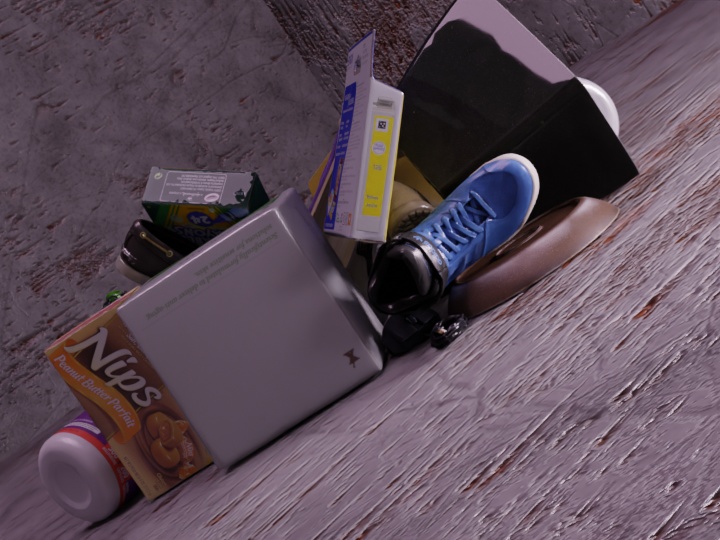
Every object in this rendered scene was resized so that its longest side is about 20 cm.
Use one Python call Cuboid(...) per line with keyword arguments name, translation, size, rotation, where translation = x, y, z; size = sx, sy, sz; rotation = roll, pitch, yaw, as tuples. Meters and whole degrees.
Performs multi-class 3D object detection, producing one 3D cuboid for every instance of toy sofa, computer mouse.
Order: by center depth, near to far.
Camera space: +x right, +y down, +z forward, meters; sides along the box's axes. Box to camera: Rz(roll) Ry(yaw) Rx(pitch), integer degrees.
Cuboid(name="computer mouse", translation=(0.059, 0.054, 1.523), size=(0.059, 0.034, 0.200), rotation=(-35, 6, -14))
Cuboid(name="toy sofa", translation=(-0.028, -0.072, 1.741), size=(0.083, 0.097, 0.200), rotation=(18, 85, 61))

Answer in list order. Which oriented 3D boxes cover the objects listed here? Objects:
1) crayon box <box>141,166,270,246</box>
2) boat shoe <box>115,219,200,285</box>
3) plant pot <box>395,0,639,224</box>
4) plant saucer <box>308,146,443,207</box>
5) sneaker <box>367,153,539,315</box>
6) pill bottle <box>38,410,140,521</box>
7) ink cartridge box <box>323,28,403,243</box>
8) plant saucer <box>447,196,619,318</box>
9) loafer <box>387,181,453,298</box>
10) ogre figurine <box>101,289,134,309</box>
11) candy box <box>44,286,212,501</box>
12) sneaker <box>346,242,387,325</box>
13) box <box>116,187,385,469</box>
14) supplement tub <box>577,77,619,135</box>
Cuboid(name="crayon box", translation=(-0.153, -0.040, 1.769), size=(0.126, 0.200, 0.052), rotation=(4, 62, 17))
Cuboid(name="boat shoe", translation=(-0.166, 0.005, 1.719), size=(0.072, 0.201, 0.061), rotation=(-90, 23, -65))
Cuboid(name="plant pot", translation=(0.143, -0.144, 1.643), size=(0.177, 0.200, 0.200), rotation=(-43, -36, 4))
Cuboid(name="plant saucer", translation=(0.045, -0.086, 1.912), size=(0.200, 0.200, 0.049), rotation=(134, 149, -70))
Cuboid(name="sneaker", translation=(0.085, -0.028, 1.506), size=(0.200, 0.077, 0.111), rotation=(-40, -2, 26))
Cuboid(name="pill bottle", translation=(-0.273, 0.197, 1.826), size=(0.112, 0.113, 0.200), rotation=(-29, 8, 44))
Cuboid(name="ink cartridge box", translation=(0.005, -0.130, 1.572), size=(0.047, 0.200, 0.198), rotation=(10, 2, -8))
Cuboid(name="plant saucer", translation=(0.163, -0.017, 1.550), size=(0.200, 0.032, 0.200), rotation=(-35, 5, 3))
Cuboid(name="loafer", translation=(0.062, -0.031, 1.649), size=(0.076, 0.067, 0.200), rotation=(-23, -31, -5))
Cuboid(name="ogre figurine", translation=(-0.204, 0.090, 1.782), size=(0.098, 0.200, 0.120), rotation=(-4, -26, -45))
Cuboid(name="candy box", translation=(-0.232, 0.132, 1.683), size=(0.115, 0.200, 0.055), rotation=(-33, 6, 11))
Cuboid(name="sneaker", translation=(0.000, 0.000, 1.814), size=(0.115, 0.075, 0.200), rotation=(-56, 24, 16))
Cuboid(name="box", translation=(-0.105, 0.055, 1.604), size=(0.199, 0.200, 0.171), rotation=(-32, 8, 9))
Cuboid(name="supplement tub", translation=(0.243, -0.176, 1.984), size=(0.122, 0.123, 0.200), rotation=(-35, 6, -6))
